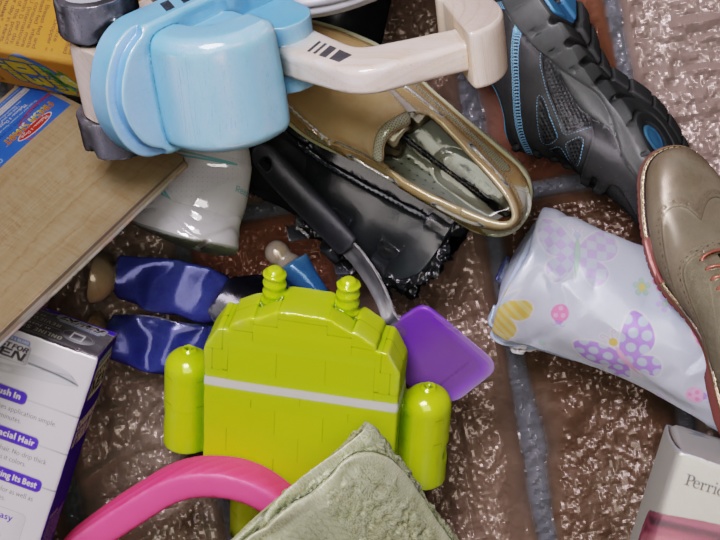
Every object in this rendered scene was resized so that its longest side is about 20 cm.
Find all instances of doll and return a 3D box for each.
[{"bbox_3d":[-0.074,0.046,1.462,0.199,0.048,0.137,10,104,6],"label":"doll"}]

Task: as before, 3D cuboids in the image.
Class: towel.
[{"bbox_3d":[0.001,0.201,1.412,0.148,0.036,0.200,-41,124,-7],"label":"towel"}]

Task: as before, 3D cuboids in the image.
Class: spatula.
[{"bbox_3d":[0.000,0.000,1.414,0.200,0.021,0.057,50,124,3],"label":"spatula"}]

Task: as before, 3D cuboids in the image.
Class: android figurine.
[{"bbox_3d":[-0.035,0.087,1.423,0.181,0.041,0.201,7,121,9],"label":"android figurine"}]

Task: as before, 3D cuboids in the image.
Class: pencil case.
[{"bbox_3d":[0.179,0.035,1.429,0.199,0.083,0.091,22,79,2],"label":"pencil case"}]

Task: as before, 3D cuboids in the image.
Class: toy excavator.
[{"bbox_3d":[-0.044,-0.117,1.292,0.194,0.200,0.100,-29,128,-31],"label":"toy excavator"}]

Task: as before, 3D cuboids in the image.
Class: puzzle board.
[{"bbox_3d":[-0.219,-0.024,1.373,0.150,0.017,0.200,27,62,36],"label":"puzzle board"}]

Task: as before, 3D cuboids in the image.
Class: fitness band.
[{"bbox_3d":[-0.112,0.201,1.448,0.200,0.037,0.144,-35,101,20],"label":"fitness band"}]

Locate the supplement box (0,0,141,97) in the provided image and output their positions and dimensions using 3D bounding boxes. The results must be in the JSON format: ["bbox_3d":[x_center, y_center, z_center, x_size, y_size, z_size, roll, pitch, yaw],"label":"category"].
[{"bbox_3d":[-0.208,-0.152,1.418,0.199,0.067,0.069,10,76,29],"label":"supplement box"}]

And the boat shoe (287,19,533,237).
[{"bbox_3d":[0.017,-0.088,1.373,0.200,0.076,0.072,29,101,1],"label":"boat shoe"}]

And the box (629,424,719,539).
[{"bbox_3d":[0.221,0.212,1.412,0.127,0.109,0.201,16,96,3],"label":"box"}]

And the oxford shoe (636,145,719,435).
[{"bbox_3d":[0.221,0.011,1.356,0.070,0.075,0.201,-20,76,-10],"label":"oxford shoe"}]

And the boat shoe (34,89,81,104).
[{"bbox_3d":[-0.123,-0.155,1.469,0.200,0.063,0.073,-29,134,11],"label":"boat shoe"}]

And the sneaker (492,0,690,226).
[{"bbox_3d":[0.141,-0.090,1.447,0.082,0.073,0.200,-35,90,29],"label":"sneaker"}]

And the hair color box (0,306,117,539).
[{"bbox_3d":[-0.232,0.117,1.409,0.109,0.065,0.201,20,106,2],"label":"hair color box"}]

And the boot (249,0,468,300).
[{"bbox_3d":[0.014,-0.092,1.443,0.162,0.073,0.199,33,100,5],"label":"boot"}]

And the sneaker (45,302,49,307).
[{"bbox_3d":[-0.277,0.050,1.465,0.099,0.071,0.200,39,97,-3],"label":"sneaker"}]

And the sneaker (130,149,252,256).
[{"bbox_3d":[-0.154,-0.068,1.446,0.200,0.070,0.081,15,86,21],"label":"sneaker"}]

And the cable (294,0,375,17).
[{"bbox_3d":[-0.023,-0.238,1.396,0.199,0.069,0.200,12,56,25],"label":"cable"}]
